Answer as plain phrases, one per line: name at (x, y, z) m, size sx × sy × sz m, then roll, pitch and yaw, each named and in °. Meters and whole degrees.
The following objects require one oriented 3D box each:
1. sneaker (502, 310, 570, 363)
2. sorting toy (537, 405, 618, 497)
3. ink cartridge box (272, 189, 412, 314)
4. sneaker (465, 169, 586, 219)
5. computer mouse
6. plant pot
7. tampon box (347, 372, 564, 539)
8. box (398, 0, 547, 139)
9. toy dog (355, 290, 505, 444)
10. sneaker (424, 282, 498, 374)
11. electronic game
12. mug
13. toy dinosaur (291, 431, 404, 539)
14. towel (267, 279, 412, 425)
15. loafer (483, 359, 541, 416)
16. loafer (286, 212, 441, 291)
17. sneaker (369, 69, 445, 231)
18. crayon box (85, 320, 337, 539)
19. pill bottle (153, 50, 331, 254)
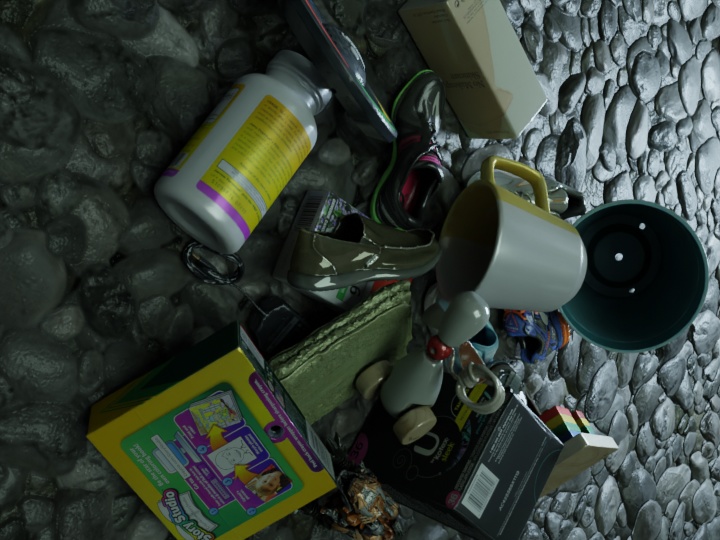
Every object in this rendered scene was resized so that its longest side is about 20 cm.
sneaker at (0.230, 0.053, 1.166) m, size 0.078 × 0.075 × 0.201 m, roll -45°, pitch 119°, yaw -21°
sorting toy at (0.226, 0.258, 1.117) m, size 0.198 × 0.070 × 0.199 m, roll -38°, pitch 154°, yaw 16°
ink cartridge box at (0.000, 0.000, 0.986) m, size 0.199 × 0.050 × 0.111 m, roll 31°, pitch 76°, yaw -37°
sneaker at (0.226, -0.098, 1.127) m, size 0.197 × 0.091 × 0.077 m, roll -7°, pitch 101°, yaw -37°
computer mouse at (-0.119, 0.036, 0.914) m, size 0.059 × 0.034 × 0.200 m, roll -45°, pitch 117°, yaw -5°
plant pot at (0.371, -0.007, 1.176) m, size 0.188 × 0.196 × 0.204 m, roll -36°, pitch 125°, yaw -73°
tampon box at (0.110, 0.219, 1.009) m, size 0.126 × 0.198 × 0.151 m, roll 44°, pitch 68°, yaw -33°
box at (0.142, -0.265, 1.037) m, size 0.078 × 0.094 × 0.201 m, roll -49°, pitch 121°, yaw -21°
toy dog at (0.088, 0.106, 0.930) m, size 0.096 × 0.199 × 0.134 m, roll -10°, pitch 75°, yaw -51°
sneaker at (0.148, 0.110, 1.100) m, size 0.074 × 0.081 × 0.202 m, roll -42°, pitch 121°, yaw -25°
electronic game at (-0.022, -0.218, 0.861) m, size 0.041 × 0.201 × 0.201 m, roll -33°, pitch 122°, yaw 9°
mug at (0.197, -0.035, 1.022) m, size 0.151 × 0.149 × 0.190 m, roll 14°, pitch 96°, yaw -21°
toy dinosaur at (-0.005, 0.274, 0.953) m, size 0.102 × 0.134 × 0.203 m, roll -40°, pitch 144°, yaw -39°
towel at (-0.019, 0.098, 0.942) m, size 0.199 × 0.037 × 0.149 m, roll -34°, pitch 149°, yaw -18°
loafer at (0.205, 0.172, 1.113) m, size 0.073 × 0.062 × 0.200 m, roll -60°, pitch 151°, yaw -8°
loafer at (0.010, -0.026, 0.911) m, size 0.198 × 0.075 × 0.071 m, roll -12°, pitch 108°, yaw -38°
sneaker at (0.074, -0.139, 1.004) m, size 0.076 × 0.083 × 0.204 m, roll 13°, pitch 88°, yaw -39°
crayon box at (-0.145, 0.177, 0.842) m, size 0.171 × 0.058 × 0.202 m, roll -29°, pitch 117°, yaw 4°
pill bottle at (-0.112, -0.124, 0.845) m, size 0.104 × 0.103 × 0.201 m, roll 46°, pitch 69°, yaw -33°
